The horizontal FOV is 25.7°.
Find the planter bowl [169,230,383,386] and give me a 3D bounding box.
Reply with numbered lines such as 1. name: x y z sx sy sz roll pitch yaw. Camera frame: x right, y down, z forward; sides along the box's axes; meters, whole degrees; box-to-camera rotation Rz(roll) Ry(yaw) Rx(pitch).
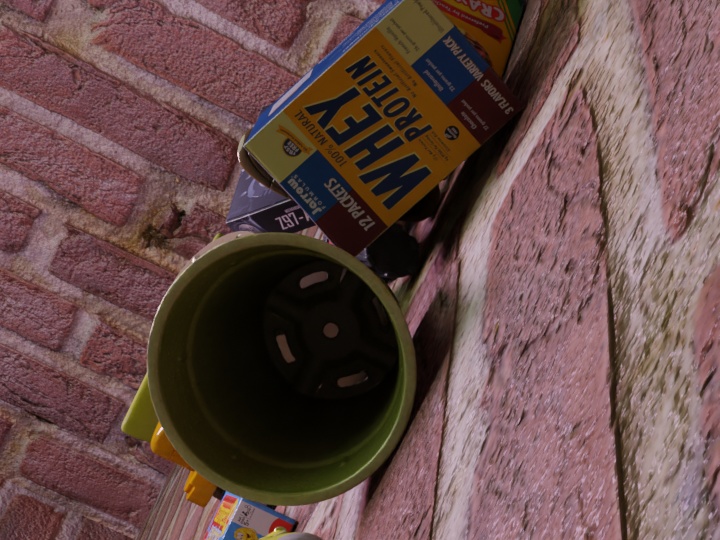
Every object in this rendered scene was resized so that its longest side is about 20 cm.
1. planter bowl: -0.097 0.048 1.469 0.200 0.135 0.200 -26 38 22

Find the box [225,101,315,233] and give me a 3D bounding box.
1. box: -0.050 -0.125 1.691 0.160 0.044 0.200 -18 38 27

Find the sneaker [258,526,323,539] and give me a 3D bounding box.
1. sneaker: -0.063 0.218 1.150 0.076 0.075 0.200 -68 8 -30

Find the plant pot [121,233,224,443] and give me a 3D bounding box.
1. plant pot: -0.147 0.108 1.873 0.199 0.181 0.200 -61 7 31

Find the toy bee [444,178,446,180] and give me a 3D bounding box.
1. toy bee: 0.050 -0.155 1.619 0.200 0.109 0.131 -119 54 -83

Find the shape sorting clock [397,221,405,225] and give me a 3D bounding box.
1. shape sorting clock: 0.000 0.000 1.719 0.200 0.039 0.200 -60 10 17

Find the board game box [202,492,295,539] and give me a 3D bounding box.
1. board game box: -0.138 0.313 1.507 0.196 0.056 0.200 -65 6 -10

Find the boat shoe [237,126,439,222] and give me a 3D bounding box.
1. boat shoe: -0.022 -0.089 1.542 0.066 0.201 0.072 99 -174 -83

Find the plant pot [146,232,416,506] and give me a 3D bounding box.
1. plant pot: -0.041 0.059 1.222 0.200 0.200 0.190 -63 -6 12

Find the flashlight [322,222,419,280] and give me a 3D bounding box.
1. flashlight: 0.012 -0.018 1.527 0.200 0.068 0.068 -165 66 -75

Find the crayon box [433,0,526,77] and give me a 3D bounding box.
1. crayon box: 0.083 -0.228 1.548 0.051 0.127 0.200 -58 9 45

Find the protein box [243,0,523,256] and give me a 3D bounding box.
1. protein box: 0.018 -0.139 1.389 0.199 0.135 0.200 -41 9 8

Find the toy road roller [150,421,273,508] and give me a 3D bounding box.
1. toy road roller: -0.133 0.160 1.675 0.200 0.146 0.123 -63 6 13
